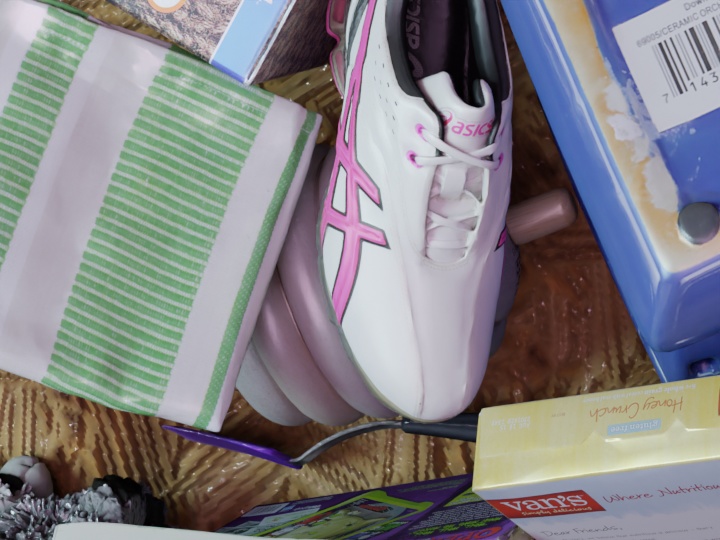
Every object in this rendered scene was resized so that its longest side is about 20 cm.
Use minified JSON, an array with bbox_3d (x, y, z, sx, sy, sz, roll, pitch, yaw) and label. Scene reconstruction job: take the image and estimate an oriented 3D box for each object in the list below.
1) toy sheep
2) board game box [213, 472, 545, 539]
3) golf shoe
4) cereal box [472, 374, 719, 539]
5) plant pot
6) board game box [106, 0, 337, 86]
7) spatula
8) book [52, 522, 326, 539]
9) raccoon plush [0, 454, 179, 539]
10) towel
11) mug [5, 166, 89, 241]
[{"bbox_3d":[0.000,0.000,0.972,0.199,0.138,0.139,-18,94,23],"label":"toy sheep"},{"bbox_3d":[0.004,0.120,0.960,0.199,0.120,0.032,-12,93,33],"label":"board game box"},{"bbox_3d":[0.023,-0.040,0.871,0.072,0.092,0.201,-3,87,-15],"label":"golf shoe"},{"bbox_3d":[0.154,0.101,0.879,0.143,0.200,0.040,-11,57,31],"label":"cereal box"},{"bbox_3d":[0.171,-0.065,0.876,0.199,0.180,0.201,-25,70,12],"label":"plant pot"},{"bbox_3d":[-0.091,-0.175,0.950,0.199,0.159,0.097,31,102,5],"label":"board game box"},{"bbox_3d":[0.005,0.076,1.009,0.199,0.057,0.021,-5,76,16],"label":"spatula"},{"bbox_3d":[-0.040,0.172,0.919,0.133,0.200,0.048,3,56,15],"label":"book"},{"bbox_3d":[-0.167,0.159,1.000,0.133,0.200,0.097,-2,121,17],"label":"raccoon plush"},{"bbox_3d":[-0.123,-0.035,0.873,0.199,0.023,0.153,22,75,-19],"label":"towel"},{"bbox_3d":[-0.191,0.000,0.970,0.177,0.200,0.134,10,99,8],"label":"mug"}]
